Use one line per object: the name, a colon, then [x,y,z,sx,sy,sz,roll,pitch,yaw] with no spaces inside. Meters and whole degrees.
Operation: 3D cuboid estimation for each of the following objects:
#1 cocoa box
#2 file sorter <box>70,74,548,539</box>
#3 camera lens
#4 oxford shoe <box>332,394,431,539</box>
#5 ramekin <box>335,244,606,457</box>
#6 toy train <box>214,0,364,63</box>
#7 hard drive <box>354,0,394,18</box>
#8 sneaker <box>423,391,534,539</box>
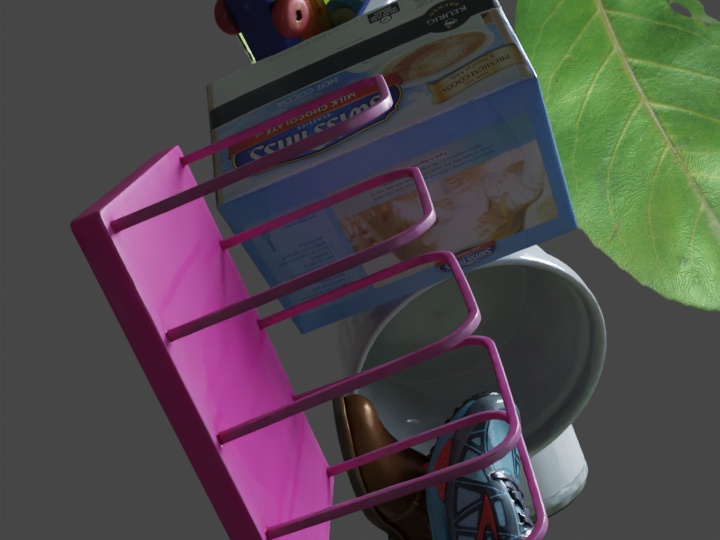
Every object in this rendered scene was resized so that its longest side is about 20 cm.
cocoa box: [0.018,-0.074,0.603,0.132,0.199,0.134,-103,169,-45]
file sorter: [-0.009,0.029,0.417,0.139,0.125,0.201,-88,155,-73]
camera lens: [0.171,0.193,1.121,0.160,0.159,0.201,-71,139,-79]
oxford shoe: [0.035,0.143,0.640,0.072,0.071,0.200,-100,165,-48]
ramekin: [0.074,0.053,0.714,0.201,0.199,0.105,64,0,-34]
toy train: [-0.057,-0.233,0.753,0.116,0.084,0.201,-52,135,-27]
hard drive: [0.020,-0.192,0.795,0.132,0.025,0.201,92,19,-56]
sneaker: [0.095,0.177,0.585,0.079,0.095,0.201,17,72,-41]
